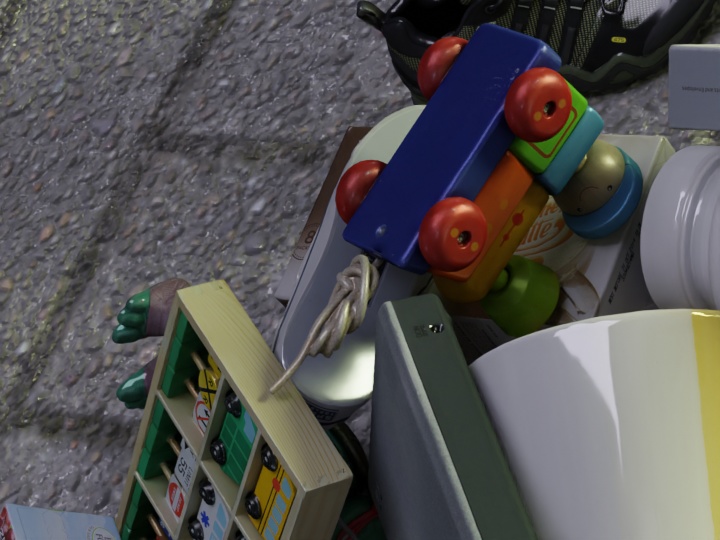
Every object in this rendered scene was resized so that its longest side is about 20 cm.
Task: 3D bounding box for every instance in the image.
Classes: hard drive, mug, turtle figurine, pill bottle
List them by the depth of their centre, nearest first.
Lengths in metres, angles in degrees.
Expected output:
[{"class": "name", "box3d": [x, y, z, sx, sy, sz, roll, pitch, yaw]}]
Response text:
[{"class": "hard drive", "box3d": [0.047, 0.130, 0.988, 0.033, 0.140, 0.200, -11, 49, -12]}, {"class": "mug", "box3d": [0.140, 0.107, 0.990, 0.186, 0.149, 0.154, -18, 67, 29]}, {"class": "pill bottle", "box3d": [0.234, -0.008, 1.037, 0.200, 0.113, 0.113, 9, 63, 40]}, {"class": "turtle figurine", "box3d": [-0.050, 0.100, 1.174, 0.100, 0.150, 0.200, -19, 52, -39]}]

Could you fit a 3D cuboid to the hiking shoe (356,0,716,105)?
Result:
[{"class": "hiking shoe", "box3d": [0.100, -0.146, 1.252, 0.199, 0.101, 0.076, -21, 48, 22]}]

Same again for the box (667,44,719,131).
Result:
[{"class": "box", "box3d": [0.257, -0.085, 1.032, 0.156, 0.200, 0.041, 7, 102, 39]}]

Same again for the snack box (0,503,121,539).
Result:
[{"class": "snack box", "box3d": [-0.163, 0.243, 1.101, 0.200, 0.067, 0.169, -61, 35, 30]}]

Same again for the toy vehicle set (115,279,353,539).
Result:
[{"class": "toy vehicle set", "box3d": [-0.067, 0.117, 1.093, 0.026, 0.200, 0.124, -16, 54, -30]}]

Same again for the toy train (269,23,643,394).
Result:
[{"class": "toy train", "box3d": [0.046, -0.003, 1.062, 0.085, 0.116, 0.200, 27, 82, 52]}]

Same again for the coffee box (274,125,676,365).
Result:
[{"class": "coffee box", "box3d": [0.069, -0.006, 1.179, 0.200, 0.080, 0.115, 6, 61, 39]}]

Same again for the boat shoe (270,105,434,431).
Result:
[{"class": "boat shoe", "box3d": [0.000, 0.000, 1.116, 0.200, 0.073, 0.065, -57, 3, -37]}]
